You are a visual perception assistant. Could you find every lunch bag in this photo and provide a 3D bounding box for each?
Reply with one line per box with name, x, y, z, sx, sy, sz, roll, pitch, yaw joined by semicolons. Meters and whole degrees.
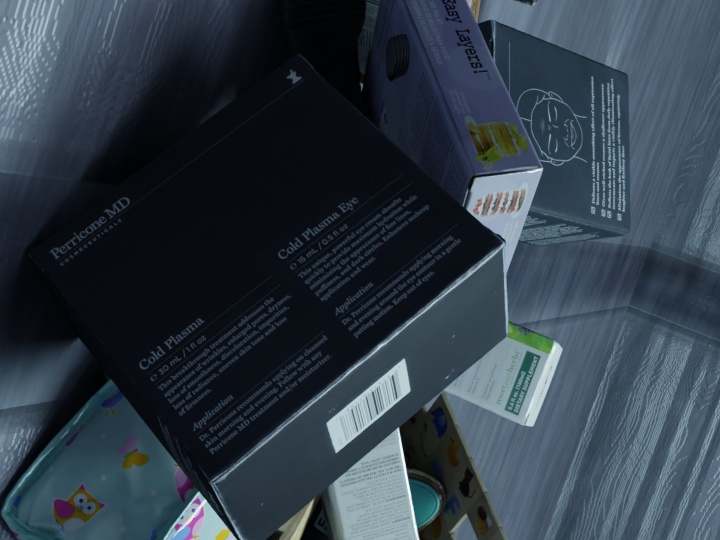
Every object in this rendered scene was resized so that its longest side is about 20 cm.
lunch bag;-0.115;0.131;0.843;0.201;0.121;0.171;-55;157;-20

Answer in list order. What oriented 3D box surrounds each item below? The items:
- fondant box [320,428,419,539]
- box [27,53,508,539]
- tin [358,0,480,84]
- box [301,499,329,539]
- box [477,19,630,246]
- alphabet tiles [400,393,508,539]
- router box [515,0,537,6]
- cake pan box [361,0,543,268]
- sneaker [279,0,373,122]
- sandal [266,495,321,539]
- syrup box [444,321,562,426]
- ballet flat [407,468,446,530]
fondant box;0.004;0.181;0.960;0.144;0.057;0.203;-122;-159;-69
box;-0.047;0.013;0.724;0.199;0.182;0.105;-37;152;-14
tin;0.032;-0.213;0.896;0.042;0.111;0.202;-45;149;-46
box;-0.082;0.223;1.026;0.158;0.049;0.202;44;68;-39
box;0.138;-0.111;1.119;0.198;0.106;0.151;10;77;-44
alphabet tiles;0.063;0.213;1.152;0.007;0.202;0.168;-1;141;-30
router box;0.171;-0.371;1.179;0.150;0.061;0.202;-54;156;-38
cake pan box;0.047;-0.064;0.844;0.201;0.051;0.186;101;-22;-50
sneaker;-0.030;-0.122;0.897;0.104;0.059;0.203;178;-96;-73
sandal;-0.057;0.237;0.852;0.078;0.069;0.213;105;12;-56
syrup box;0.077;0.067;1.168;0.080;0.198;0.081;-67;165;-2
ballet flat;-0.008;0.218;1.173;0.071;0.198;0.065;65;22;-8
